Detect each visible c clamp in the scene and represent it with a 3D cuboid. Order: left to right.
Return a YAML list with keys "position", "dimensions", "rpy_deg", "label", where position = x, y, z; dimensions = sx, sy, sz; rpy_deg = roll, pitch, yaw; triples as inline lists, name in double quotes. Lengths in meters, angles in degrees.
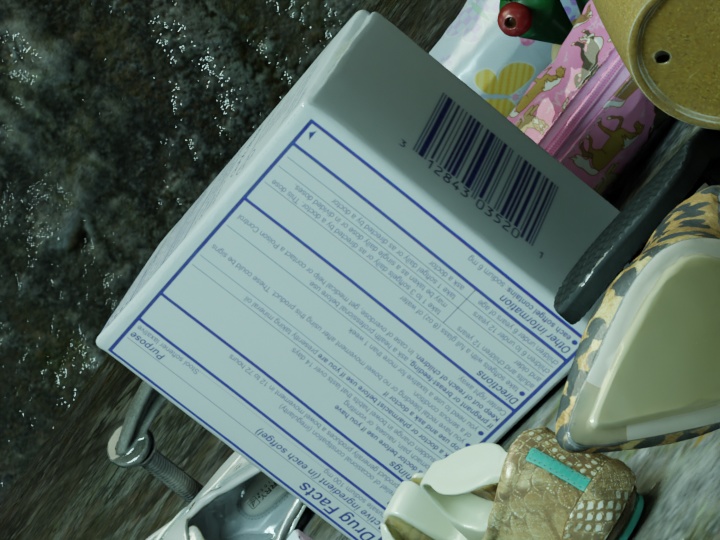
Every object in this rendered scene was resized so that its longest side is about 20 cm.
- position: [-0.091, 0.110, 1.741]
  dimensions: [0.171, 0.027, 0.200]
  rpy_deg: [-48, -35, -9]
  label: "c clamp"

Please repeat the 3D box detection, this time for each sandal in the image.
- position: [0.144, -0.021, 1.293]
  dimensions: [0.075, 0.048, 0.200]
  rpy_deg: [-49, -4, 32]
  label: "sandal"

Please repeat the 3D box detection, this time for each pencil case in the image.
- position: [0.081, -0.133, 1.987]
  dimensions: [0.200, 0.083, 0.091]
  rpy_deg: [-51, 30, 6]
  label: "pencil case"
- position: [0.112, -0.072, 1.548]
  dimensions: [0.200, 0.086, 0.083]
  rpy_deg: [-52, 40, 7]
  label: "pencil case"

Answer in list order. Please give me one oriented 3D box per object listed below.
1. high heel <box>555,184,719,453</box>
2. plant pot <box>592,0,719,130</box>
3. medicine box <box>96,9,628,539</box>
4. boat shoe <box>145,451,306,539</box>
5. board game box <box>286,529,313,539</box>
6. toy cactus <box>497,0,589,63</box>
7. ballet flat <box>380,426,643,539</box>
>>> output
- position: [0.112, 0.026, 1.103]
  dimensions: [0.200, 0.072, 0.142]
  rpy_deg: [-38, 5, -34]
  label: "high heel"
- position: [0.170, -0.164, 1.340]
  dimensions: [0.186, 0.186, 0.200]
  rpy_deg: [-47, 22, 38]
  label: "plant pot"
- position: [0.004, 0.009, 1.438]
  dimensions: [0.200, 0.182, 0.103]
  rpy_deg: [-46, 9, 36]
  label: "medicine box"
- position: [-0.093, 0.172, 1.693]
  dimensions: [0.200, 0.071, 0.069]
  rpy_deg: [-53, 6, -13]
  label: "boat shoe"
- position: [-0.058, 0.230, 1.231]
  dimensions: [0.200, 0.043, 0.199]
  rpy_deg: [-52, 19, 6]
  label: "board game box"
- position: [0.140, -0.154, 1.638]
  dimensions: [0.200, 0.102, 0.166]
  rpy_deg: [-23, -56, -40]
  label: "toy cactus"
- position: [0.048, 0.103, 1.193]
  dimensions: [0.071, 0.065, 0.200]
  rpy_deg: [-57, 9, -30]
  label: "ballet flat"
